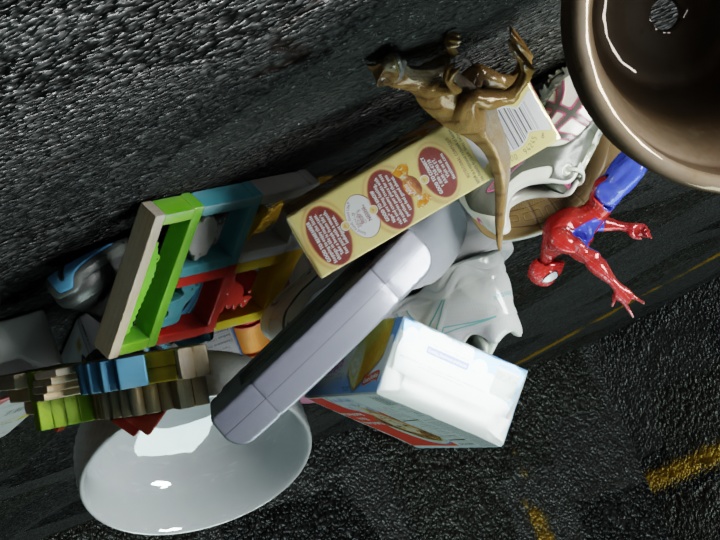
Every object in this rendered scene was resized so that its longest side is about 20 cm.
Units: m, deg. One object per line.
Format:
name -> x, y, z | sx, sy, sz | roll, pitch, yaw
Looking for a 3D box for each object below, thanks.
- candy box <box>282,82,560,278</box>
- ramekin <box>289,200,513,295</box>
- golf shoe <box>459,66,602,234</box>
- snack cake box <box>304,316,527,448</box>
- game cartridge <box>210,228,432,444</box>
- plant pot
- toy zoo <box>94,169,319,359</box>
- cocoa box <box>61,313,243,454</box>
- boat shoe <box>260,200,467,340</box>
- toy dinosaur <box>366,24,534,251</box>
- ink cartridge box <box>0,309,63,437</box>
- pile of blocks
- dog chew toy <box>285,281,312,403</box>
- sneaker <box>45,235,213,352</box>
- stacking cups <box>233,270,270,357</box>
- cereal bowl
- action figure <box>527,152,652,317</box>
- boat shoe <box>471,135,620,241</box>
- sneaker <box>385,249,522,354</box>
candy box -> 0.041, -0.070, 1.571 | 0.199, 0.056, 0.115 | -30, -174, 0
ramekin -> 0.024, -0.020, 1.867 | 0.201, 0.095, 0.202 | -23, 171, -4
golf shoe -> 0.159, -0.104, 1.663 | 0.199, 0.088, 0.077 | -32, 159, 1
snack cake box -> 0.042, 0.093, 1.755 | 0.114, 0.068, 0.200 | 23, 169, -15
game cartridge -> -0.029, 0.047, 1.580 | 0.200, 0.042, 0.133 | -44, -170, 0
plant pot -> 0.201, -0.154, 1.288 | 0.199, 0.201, 0.175 | -22, -169, -5
toy zoo -> -0.104, -0.009, 1.630 | 0.199, 0.020, 0.132 | -14, 135, -46
cocoa box -> -0.184, 0.102, 1.949 | 0.133, 0.132, 0.200 | -20, 171, -17
boat shoe -> 0.000, 0.000, 1.723 | 0.200, 0.071, 0.070 | -40, -150, -29
toy dinosaur -> 0.076, -0.111, 1.469 | 0.106, 0.061, 0.200 | -37, 133, 14
ink cartridge box -> -0.337, 0.107, 1.802 | 0.116, 0.068, 0.200 | -17, 168, -34
pile of blocks -> -0.195, 0.099, 1.636 | 0.199, 0.063, 0.082 | -10, -179, 36
dog chew toy -> -0.086, 0.078, 2.133 | 0.124, 0.125, 0.199 | -15, 177, -42
sneaker -> -0.167, 0.021, 1.659 | 0.073, 0.082, 0.200 | -23, 171, 24
stacking cups -> -0.103, 0.076, 1.978 | 0.060, 0.061, 0.201 | -21, 139, -9
cereal bowl -> -0.144, 0.130, 1.777 | 0.199, 0.084, 0.201 | -13, 143, -10
action figure -> 0.215, -0.050, 1.662 | 0.200, 0.099, 0.065 | -47, -171, 14
boat shoe -> 0.179, -0.080, 1.741 | 0.199, 0.071, 0.069 | -30, 168, -4
sneaker -> 0.066, 0.050, 1.826 | 0.070, 0.081, 0.200 | -19, 172, -32
